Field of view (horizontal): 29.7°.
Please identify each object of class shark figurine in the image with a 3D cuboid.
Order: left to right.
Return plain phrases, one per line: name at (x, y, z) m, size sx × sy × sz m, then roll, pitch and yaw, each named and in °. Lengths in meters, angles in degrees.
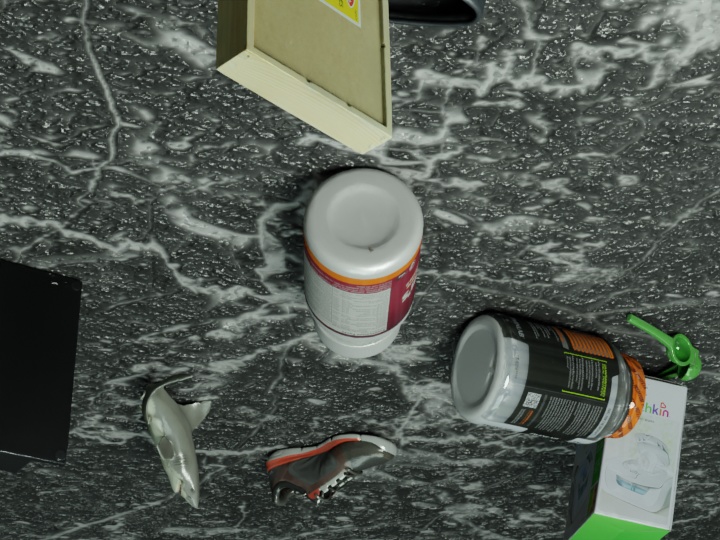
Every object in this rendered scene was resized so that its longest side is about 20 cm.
shark figurine at (-0.223, 0.174, 1.663) m, size 0.089 × 0.129 × 0.216 m, roll -22°, pitch 136°, yaw -13°

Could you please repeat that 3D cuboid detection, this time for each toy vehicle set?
toy vehicle set at (-0.033, -0.184, 0.838) m, size 0.026 × 0.202 × 0.124 m, roll -24°, pitch 144°, yaw 36°

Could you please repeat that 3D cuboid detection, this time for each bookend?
bookend at (-0.375, 0.126, 1.408) m, size 0.091 × 0.202 × 0.198 m, roll 17°, pitch 147°, yaw -30°

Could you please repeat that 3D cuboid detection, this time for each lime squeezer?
lime squeezer at (0.356, 0.094, 1.564) m, size 0.070 × 0.038 × 0.200 m, roll 22°, pitch 163°, yaw 28°

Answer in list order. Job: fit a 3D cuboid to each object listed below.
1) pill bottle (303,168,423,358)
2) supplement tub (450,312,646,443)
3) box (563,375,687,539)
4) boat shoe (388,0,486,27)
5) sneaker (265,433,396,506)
pill bottle at (0.000, 0.000, 1.281) m, size 0.108 × 0.111 × 0.201 m, roll 0°, pitch 152°, yaw -2°
supplement tub at (0.210, 0.123, 1.506) m, size 0.198 × 0.124 × 0.122 m, roll 14°, pitch 149°, yaw -24°
box at (0.319, 0.241, 1.644) m, size 0.095 × 0.179 × 0.200 m, roll 11°, pitch 158°, yaw 2°
boat shoe at (-0.003, -0.201, 0.952) m, size 0.197 × 0.063 × 0.075 m, roll 1°, pitch 159°, yaw -2°
sneaker at (-0.037, 0.275, 1.823) m, size 0.198 × 0.083 × 0.077 m, roll -18°, pitch 148°, yaw 28°
